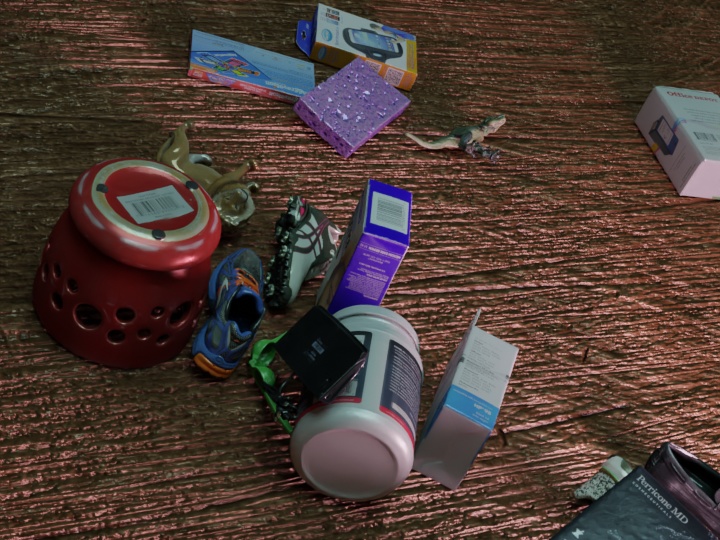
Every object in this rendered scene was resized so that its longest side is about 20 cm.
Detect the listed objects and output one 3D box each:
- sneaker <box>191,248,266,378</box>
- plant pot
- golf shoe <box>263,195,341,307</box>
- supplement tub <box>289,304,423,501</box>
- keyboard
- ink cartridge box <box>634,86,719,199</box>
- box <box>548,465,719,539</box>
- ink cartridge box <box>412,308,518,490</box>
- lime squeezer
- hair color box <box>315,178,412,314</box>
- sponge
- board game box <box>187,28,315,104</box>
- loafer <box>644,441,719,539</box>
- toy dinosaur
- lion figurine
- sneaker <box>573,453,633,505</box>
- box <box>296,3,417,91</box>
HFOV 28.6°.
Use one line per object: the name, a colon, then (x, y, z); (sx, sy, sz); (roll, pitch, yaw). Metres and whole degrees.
sneaker: (-0.143, 0.042, 1.704); (0.075, 0.078, 0.201); (32, 37, -22)
plant pot: (-0.266, -0.019, 1.636); (0.199, 0.183, 0.201); (15, 37, -12)
golf shoe: (-0.071, -0.019, 1.832); (0.088, 0.077, 0.201); (25, 38, -12)
supplement tub: (-0.001, 0.150, 1.621); (0.139, 0.141, 0.201); (20, 38, -7)
keyboard: (-0.061, 0.110, 1.588); (0.021, 0.127, 0.200); (48, -3, -22)
ink cartridge box: (0.581, -0.218, 2.415); (0.144, 0.088, 0.201); (3, 45, -27)
box: (0.298, 0.356, 1.542); (0.199, 0.118, 0.197); (-31, 63, -33)
ink cartridge box: (0.131, 0.152, 1.713); (0.066, 0.116, 0.200); (26, 38, 1)
lime squeezer: (-0.100, 0.121, 1.679); (0.070, 0.038, 0.201); (16, 41, -6)
hair color box: (0.000, 0.000, 1.744); (0.064, 0.201, 0.110); (17, 39, -8)
sponge: (-0.011, -0.252, 2.151); (0.111, 0.030, 0.200); (42, 39, 3)
board game box: (-0.165, -0.307, 2.149); (0.199, 0.020, 0.103); (14, 39, -16)
loafer: (0.452, 0.288, 1.775); (0.200, 0.071, 0.068); (32, 39, 8)
toy dinosaur: (0.166, -0.201, 2.196); (0.199, 0.048, 0.088); (-14, 38, -39)
lion figurine: (-0.212, -0.122, 1.884); (0.199, 0.073, 0.122); (26, 44, 23)
sneaker: (0.325, 0.323, 1.688); (0.088, 0.077, 0.200); (-28, 59, -10)
box: (-0.005, -0.368, 2.293); (0.199, 0.042, 0.119); (18, 39, -14)
